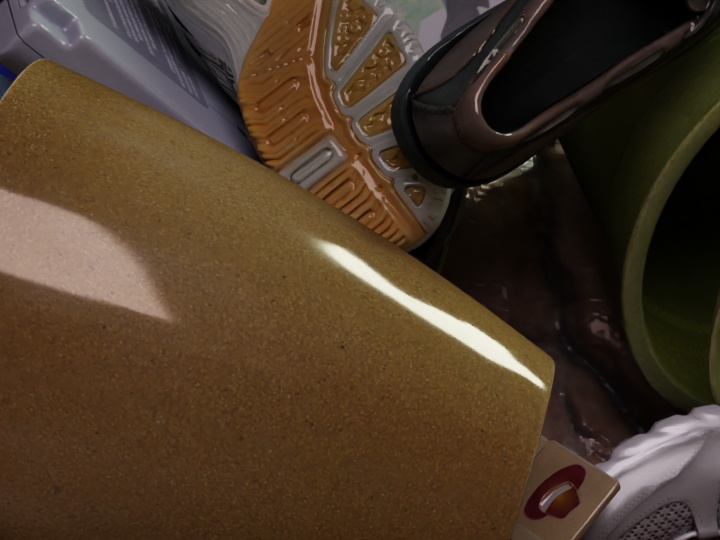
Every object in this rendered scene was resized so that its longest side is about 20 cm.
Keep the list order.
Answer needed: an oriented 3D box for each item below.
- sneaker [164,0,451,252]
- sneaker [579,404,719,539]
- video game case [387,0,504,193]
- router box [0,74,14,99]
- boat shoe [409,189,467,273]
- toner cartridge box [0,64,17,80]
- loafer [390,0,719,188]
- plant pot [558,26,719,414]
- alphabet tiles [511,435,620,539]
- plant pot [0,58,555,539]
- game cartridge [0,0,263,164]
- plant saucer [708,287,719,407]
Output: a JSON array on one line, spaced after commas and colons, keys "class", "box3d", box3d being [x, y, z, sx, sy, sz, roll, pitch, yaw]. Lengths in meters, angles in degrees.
[{"class": "sneaker", "box3d": [-0.019, -0.082, 0.879, 0.076, 0.088, 0.200, -33, 64, 1]}, {"class": "sneaker", "box3d": [0.166, 0.099, 0.850, 0.200, 0.075, 0.082, -9, 49, -15]}, {"class": "video game case", "box3d": [0.007, -0.110, 0.946, 0.182, 0.022, 0.200, -54, 41, -7]}, {"class": "router box", "box3d": [-0.211, -0.008, 0.853, 0.150, 0.062, 0.200, 24, 52, 16]}, {"class": "boat shoe", "box3d": [-0.003, -0.001, 0.928, 0.072, 0.060, 0.202, 18, 49, 9]}, {"class": "toner cartridge box", "box3d": [-0.168, -0.020, 0.938, 0.095, 0.043, 0.200, 12, 49, 3]}, {"class": "loafer", "box3d": [0.099, -0.101, 0.804, 0.200, 0.063, 0.072, -43, 101, -14]}, {"class": "plant pot", "box3d": [0.158, -0.069, 0.942, 0.200, 0.200, 0.190, -14, 40, -18]}, {"class": "alphabet tiles", "box3d": [-0.006, 0.109, 0.815, 0.200, 0.006, 0.166, 31, 72, 34]}, {"class": "plant pot", "box3d": [-0.041, 0.044, 0.760, 0.200, 0.186, 0.186, 16, 49, 3]}, {"class": "game cartridge", "box3d": [-0.102, -0.096, 0.907, 0.133, 0.040, 0.200, 35, 15, -29]}, {"class": "plant saucer", "box3d": [0.220, -0.004, 0.867, 0.200, 0.200, 0.031, -13, 43, -17]}]
